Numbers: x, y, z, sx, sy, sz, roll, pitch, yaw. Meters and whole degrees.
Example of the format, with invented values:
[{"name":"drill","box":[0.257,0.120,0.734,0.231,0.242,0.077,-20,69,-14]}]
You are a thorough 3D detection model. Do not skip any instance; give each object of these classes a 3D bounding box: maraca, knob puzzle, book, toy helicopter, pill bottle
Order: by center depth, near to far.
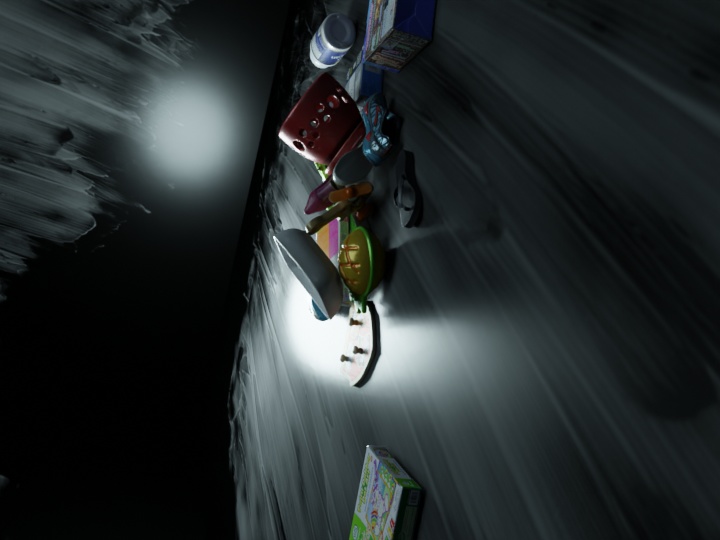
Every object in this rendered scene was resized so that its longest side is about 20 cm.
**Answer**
[{"name":"maraca","box":[0.000,0.000,1.569,0.138,0.104,0.205,-118,29,-50]},{"name":"toy helicopter","box":[-0.045,-0.146,1.628,0.079,0.198,0.133,50,154,9]},{"name":"knob puzzle","box":[-0.010,0.168,1.629,0.219,0.030,0.227,-170,89,-71]},{"name":"book","box":[-0.069,-0.052,1.762,0.133,0.047,0.206,139,136,-56]},{"name":"pill bottle","box":[-0.093,-0.701,2.170,0.199,0.108,0.115,167,112,-70]}]

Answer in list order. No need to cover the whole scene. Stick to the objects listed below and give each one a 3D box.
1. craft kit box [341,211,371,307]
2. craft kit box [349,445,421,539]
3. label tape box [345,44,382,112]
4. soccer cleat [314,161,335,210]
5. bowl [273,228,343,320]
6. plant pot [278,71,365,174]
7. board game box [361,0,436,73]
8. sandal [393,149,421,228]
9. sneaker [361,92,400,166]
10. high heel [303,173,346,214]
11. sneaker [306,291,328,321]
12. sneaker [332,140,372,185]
[{"name":"craft kit box","box":[-0.032,-0.048,1.782,0.199,0.047,0.205,-116,39,-55]},{"name":"craft kit box","box":[0.042,0.458,1.297,0.197,0.047,0.207,-158,78,-74]},{"name":"label tape box","box":[-0.004,-0.477,1.870,0.200,0.061,0.149,144,133,-64]},{"name":"soccer cleat","box":[-0.072,-0.239,1.908,0.081,0.066,0.206,-41,-60,-56]},{"name":"bowl","box":[-0.109,-0.002,1.620,0.201,0.074,0.201,49,171,22]},{"name":"plant pot","box":[-0.081,-0.363,1.766,0.202,0.181,0.201,-52,5,7]},{"name":"board game box","box":[0.087,-0.569,1.590,0.199,0.094,0.165,168,111,-70]},{"name":"sandal","box":[0.088,-0.169,1.479,0.077,0.042,0.204,119,153,-45]},{"name":"sneaker","box":[0.060,-0.340,1.634,0.094,0.078,0.205,-28,50,38]},{"name":"high heel","box":[-0.088,-0.184,1.732,0.096,0.068,0.200,-39,-2,12]},{"name":"sneaker","box":[-0.106,0.088,1.903,0.201,0.074,0.083,-105,22,-62]},{"name":"sneaker","box":[-0.016,-0.236,1.670,0.200,0.073,0.116,-47,-3,-41]}]
